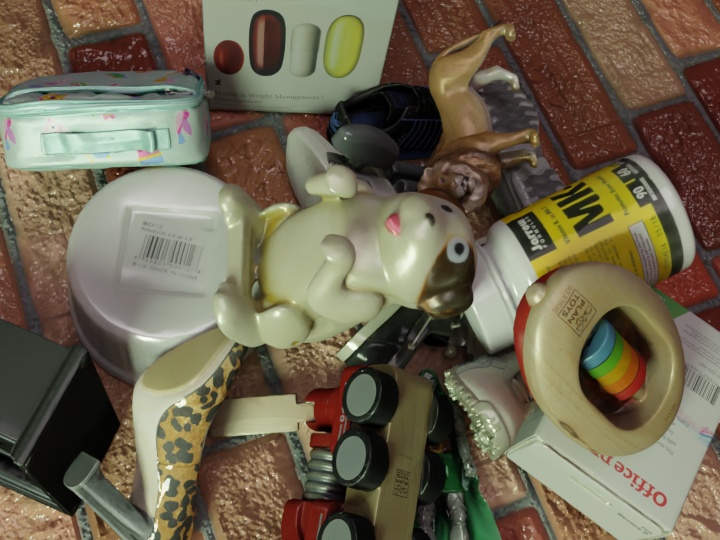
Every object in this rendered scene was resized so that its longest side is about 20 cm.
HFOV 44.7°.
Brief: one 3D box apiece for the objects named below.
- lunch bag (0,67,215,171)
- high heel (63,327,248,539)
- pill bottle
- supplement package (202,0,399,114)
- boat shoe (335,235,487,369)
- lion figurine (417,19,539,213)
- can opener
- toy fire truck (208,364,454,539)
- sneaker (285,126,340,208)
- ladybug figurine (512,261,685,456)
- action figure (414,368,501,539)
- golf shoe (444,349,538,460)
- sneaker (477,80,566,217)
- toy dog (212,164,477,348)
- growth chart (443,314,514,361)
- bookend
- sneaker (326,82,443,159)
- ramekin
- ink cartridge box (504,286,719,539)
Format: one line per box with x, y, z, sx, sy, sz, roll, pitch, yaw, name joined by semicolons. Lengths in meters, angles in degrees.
-0.238;-0.147;0.843;0.197;0.161;0.078;-5;109;-7;lunch bag
-0.139;0.146;0.748;0.200;0.143;0.071;-47;40;-20;high heel
0.183;-0.011;0.783;0.198;0.114;0.115;-27;71;-1;pill bottle
-0.068;-0.280;0.907;0.188;0.201;0.149;0;65;-8;supplement package
0.069;0.041;0.854;0.199;0.072;0.068;-40;83;-15;boat shoe
0.103;-0.149;0.851;0.120;0.073;0.203;-10;69;4;lion figurine
0.045;-0.091;0.865;0.198;0.066;0.053;9;45;-46;can opener
-0.040;0.171;0.763;0.128;0.198;0.179;23;69;-39;toy fire truck
0.002;-0.071;0.903;0.088;0.075;0.201;-31;79;-33;sneaker
0.187;0.067;0.707;0.200;0.072;0.136;45;77;-30;ladybug figurine
0.069;0.186;0.799;0.116;0.055;0.203;-2;62;-6;action figure
0.127;0.098;0.759;0.096;0.200;0.079;-29;91;7;golf shoe
0.150;-0.112;0.919;0.074;0.082;0.203;-6;66;-23;sneaker
0.000;0.000;0.730;0.197;0.194;0.141;-13;50;21;toy dog
0.177;0.053;0.892;0.197;0.018;0.146;18;64;0;growth chart
-0.311;0.099;0.700;0.196;0.201;0.093;23;64;2;bookend
0.059;-0.166;0.941;0.197;0.078;0.071;-18;68;-16;sneaker
-0.178;0.002;0.820;0.197;0.098;0.203;3;66;-7;ramekin
0.248;0.126;0.816;0.144;0.088;0.201;34;63;3;ink cartridge box
